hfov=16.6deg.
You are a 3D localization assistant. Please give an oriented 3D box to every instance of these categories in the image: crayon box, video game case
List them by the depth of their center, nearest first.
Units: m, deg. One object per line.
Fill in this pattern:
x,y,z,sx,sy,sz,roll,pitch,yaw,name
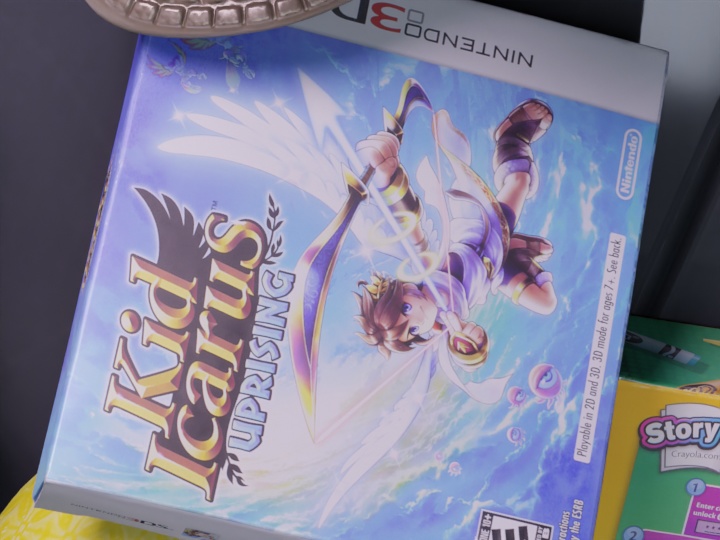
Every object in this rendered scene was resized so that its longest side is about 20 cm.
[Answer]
0.000,0.000,0.830,0.181,0.045,0.201,13,72,-7,video game case
0.174,0.093,0.935,0.199,0.058,0.119,9,114,-6,crayon box

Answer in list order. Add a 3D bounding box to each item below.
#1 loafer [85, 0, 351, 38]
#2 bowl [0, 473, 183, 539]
0.000,-0.126,0.811,0.199,0.068,0.076,-17,92,-2,loafer
-0.037,0.138,0.867,0.200,0.108,0.201,5,76,-19,bowl
